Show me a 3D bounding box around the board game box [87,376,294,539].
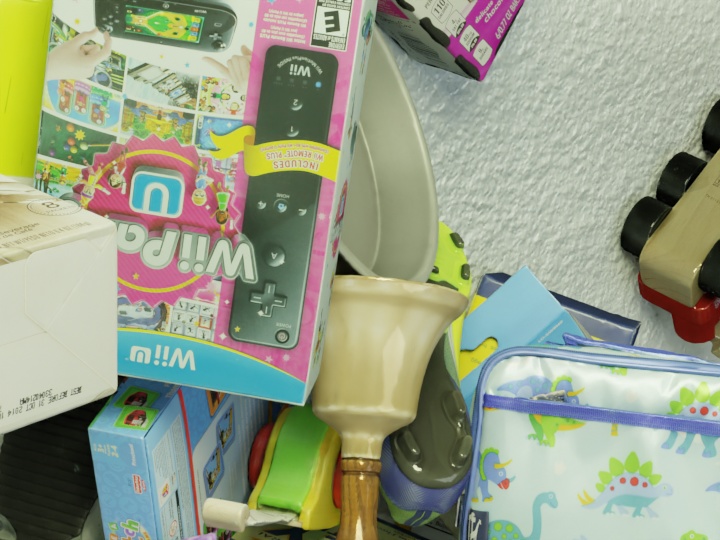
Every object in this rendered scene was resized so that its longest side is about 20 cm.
[{"bbox_3d":[-0.085,0.090,1.012,0.200,0.036,0.152,-57,151,-51],"label":"board game box"}]

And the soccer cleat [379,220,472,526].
[{"bbox_3d":[0.029,0.055,1.060,0.064,0.201,0.084,8,141,-12],"label":"soccer cleat"}]

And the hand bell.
[{"bbox_3d":[0.000,0.110,0.946,0.104,0.104,0.201,15,75,-50],"label":"hand bell"}]

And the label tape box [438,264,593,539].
[{"bbox_3d":[0.114,0.118,1.130,0.144,0.200,0.063,-42,174,7],"label":"label tape box"}]

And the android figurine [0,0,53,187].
[{"bbox_3d":[-0.157,-0.073,0.921,0.182,0.041,0.201,-1,107,-49],"label":"android figurine"}]

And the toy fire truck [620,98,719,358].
[{"bbox_3d":[0.307,-0.006,1.427,0.176,0.128,0.200,-50,149,-21],"label":"toy fire truck"}]

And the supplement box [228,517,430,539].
[{"bbox_3d":[-0.035,0.256,1.064,0.200,0.134,0.201,-27,138,-81],"label":"supplement box"}]

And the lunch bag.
[{"bbox_3d":[0.157,0.123,1.051,0.082,0.199,0.162,21,77,-82],"label":"lunch bag"}]

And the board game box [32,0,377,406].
[{"bbox_3d":[-0.079,-0.048,0.875,0.064,0.147,0.201,-71,169,-77],"label":"board game box"}]

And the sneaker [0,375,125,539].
[{"bbox_3d":[-0.155,0.133,1.005,0.088,0.074,0.201,7,99,-69],"label":"sneaker"}]

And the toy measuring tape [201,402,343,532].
[{"bbox_3d":[-0.038,0.107,0.999,0.074,0.073,0.200,-68,162,0],"label":"toy measuring tape"}]

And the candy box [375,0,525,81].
[{"bbox_3d":[0.036,-0.219,1.056,0.200,0.061,0.137,36,80,-49],"label":"candy box"}]

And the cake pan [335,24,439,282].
[{"bbox_3d":[-0.018,-0.077,0.999,0.200,0.037,0.201,47,33,-43],"label":"cake pan"}]

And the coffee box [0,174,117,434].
[{"bbox_3d":[-0.208,0.002,0.771,0.114,0.199,0.080,-18,119,-43],"label":"coffee box"}]

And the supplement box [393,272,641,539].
[{"bbox_3d":[0.105,0.112,1.219,0.110,0.108,0.201,-1,111,-79],"label":"supplement box"}]

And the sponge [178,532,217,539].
[{"bbox_3d":[-0.097,0.239,0.937,0.030,0.111,0.201,-49,123,-71],"label":"sponge"}]
